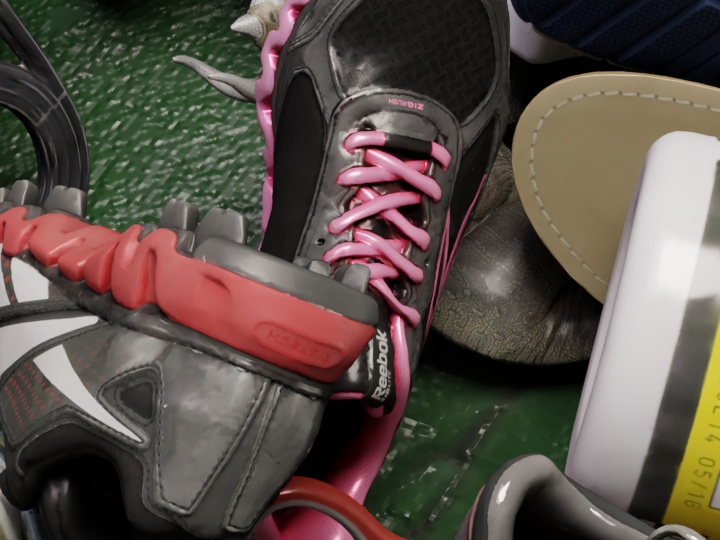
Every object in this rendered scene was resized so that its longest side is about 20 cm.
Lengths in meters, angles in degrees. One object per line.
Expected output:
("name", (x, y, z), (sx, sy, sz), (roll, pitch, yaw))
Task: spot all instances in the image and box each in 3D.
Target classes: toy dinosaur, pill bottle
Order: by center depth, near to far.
("pill bottle", (0.163, 0.038, 0.747), (0.199, 0.113, 0.113), (14, 53, 4))
("toy dinosaur", (0.039, -0.015, 0.871), (0.102, 0.077, 0.200), (-40, 84, -21))

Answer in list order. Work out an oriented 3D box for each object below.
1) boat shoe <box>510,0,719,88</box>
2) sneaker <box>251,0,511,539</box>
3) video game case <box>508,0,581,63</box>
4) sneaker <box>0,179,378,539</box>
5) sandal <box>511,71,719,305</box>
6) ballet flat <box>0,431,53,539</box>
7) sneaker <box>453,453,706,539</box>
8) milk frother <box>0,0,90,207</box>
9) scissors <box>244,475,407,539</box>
("boat shoe", (0.137, -0.086, 0.836), (0.072, 0.200, 0.073), (-26, 50, 49))
("sneaker", (0.000, 0.000, 0.780), (0.079, 0.200, 0.095), (13, 18, -18))
("video game case", (0.053, -0.134, 0.939), (0.182, 0.023, 0.200), (-14, 39, -42))
("sneaker", (-0.072, 0.031, 0.753), (0.200, 0.071, 0.098), (10, 79, 60))
("sandal", (0.147, -0.006, 0.834), (0.211, 0.078, 0.070), (18, 12, 3))
("ballet flat", (-0.106, 0.095, 0.720), (0.074, 0.074, 0.200), (-19, 50, -4))
("sneaker", (0.095, 0.118, 0.681), (0.200, 0.082, 0.077), (33, 57, 22))
("milk frother", (-0.174, -0.098, 0.948), (0.200, 0.180, 0.188), (-65, 24, -4))
("scissors", (0.044, 0.096, 0.785), (0.199, 0.073, 0.014), (4, 17, -21))
